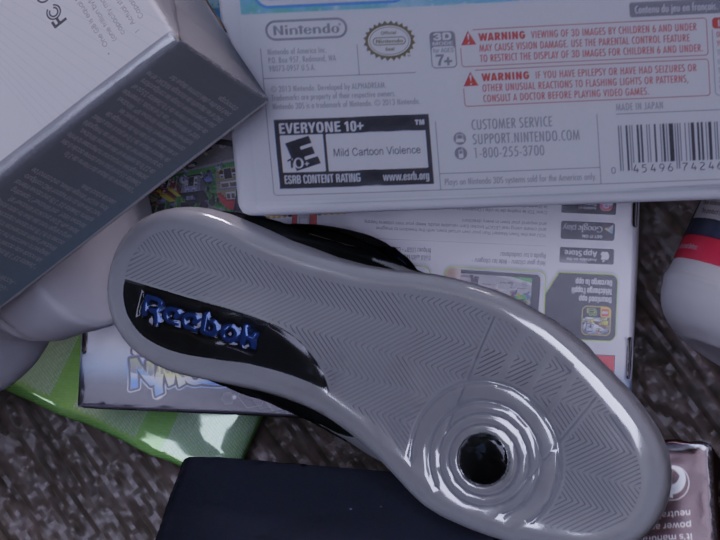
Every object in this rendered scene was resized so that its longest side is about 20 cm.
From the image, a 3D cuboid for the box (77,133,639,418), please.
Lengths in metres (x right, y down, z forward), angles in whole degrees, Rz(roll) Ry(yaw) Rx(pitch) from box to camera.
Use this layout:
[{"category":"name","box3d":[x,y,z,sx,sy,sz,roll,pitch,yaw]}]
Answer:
[{"category":"box","box3d":[0.000,0.000,1.026,0.199,0.035,0.110,3,88,3]}]

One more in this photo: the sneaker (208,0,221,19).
[{"category":"sneaker","box3d":[-0.025,-0.119,0.965,0.199,0.080,0.131,-4,113,20]}]

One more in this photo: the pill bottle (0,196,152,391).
[{"category":"pill bottle","box3d":[-0.176,-0.001,1.005,0.200,0.111,0.112,-13,79,32]}]

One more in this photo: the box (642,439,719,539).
[{"category":"box","box3d":[0.096,0.164,0.972,0.075,0.100,0.201,-6,80,9]}]

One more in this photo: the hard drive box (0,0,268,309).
[{"category":"hard drive box","box3d":[-0.156,-0.062,0.901,0.200,0.077,0.156,-36,68,10]}]

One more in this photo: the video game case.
[{"category":"video game case","box3d":[0.052,-0.110,0.886,0.199,0.024,0.183,-2,105,12]}]

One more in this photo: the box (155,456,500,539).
[{"category":"box","box3d":[-0.019,0.193,0.899,0.117,0.197,0.201,5,114,4]}]

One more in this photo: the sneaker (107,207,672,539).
[{"category":"sneaker","box3d":[0.024,0.027,0.946,0.200,0.112,0.073,25,101,18]}]

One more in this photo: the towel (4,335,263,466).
[{"category":"towel","box3d":[-0.074,-0.037,1.065,0.149,0.031,0.200,23,87,13]}]

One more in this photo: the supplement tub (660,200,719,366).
[{"category":"supplement tub","box3d":[0.201,-0.044,0.960,0.140,0.140,0.200,25,88,12]}]
